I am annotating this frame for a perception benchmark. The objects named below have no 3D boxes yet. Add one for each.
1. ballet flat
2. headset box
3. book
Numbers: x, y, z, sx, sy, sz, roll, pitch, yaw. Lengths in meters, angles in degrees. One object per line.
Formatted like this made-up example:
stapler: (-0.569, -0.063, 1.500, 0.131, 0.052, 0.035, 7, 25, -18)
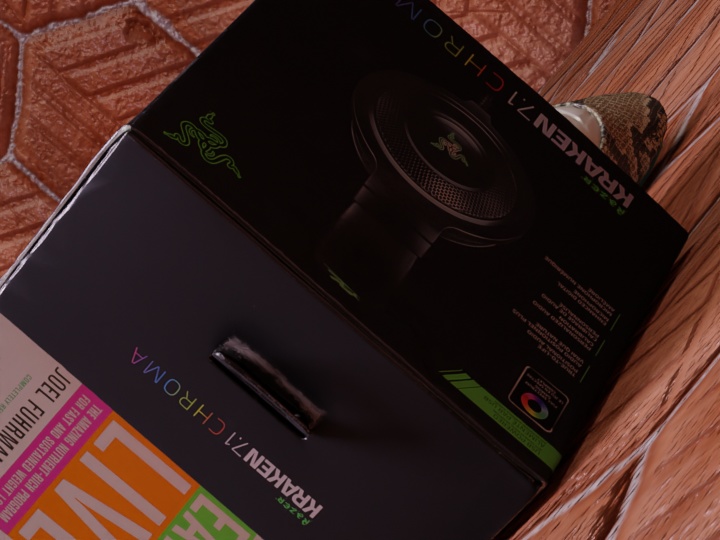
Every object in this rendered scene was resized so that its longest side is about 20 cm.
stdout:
ballet flat: (0.066, -0.021, 1.325, 0.068, 0.075, 0.200, 24, 69, 46)
headset box: (-0.004, 0.001, 0.981, 0.093, 0.174, 0.200, -48, 2, 33)
book: (-0.128, 0.112, 1.345, 0.134, 0.200, 0.048, -51, 2, -35)
